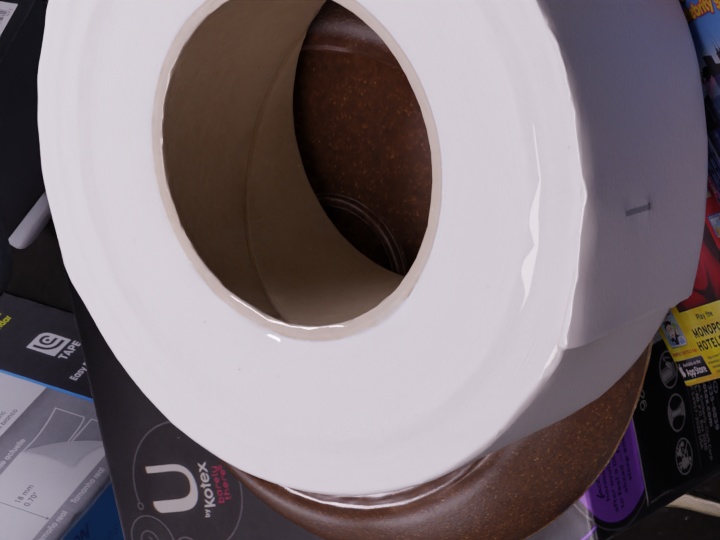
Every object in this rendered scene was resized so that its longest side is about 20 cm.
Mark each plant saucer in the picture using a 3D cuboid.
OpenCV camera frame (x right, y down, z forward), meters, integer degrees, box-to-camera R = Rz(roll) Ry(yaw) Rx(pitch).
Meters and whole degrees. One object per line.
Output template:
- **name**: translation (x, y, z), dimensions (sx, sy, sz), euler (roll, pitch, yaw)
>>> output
- **plant saucer**: translation (0.000, 0.000, 0.916), dimensions (0.199, 0.034, 0.202), euler (8, 104, 32)

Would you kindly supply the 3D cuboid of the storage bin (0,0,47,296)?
- **storage bin**: translation (-0.184, -0.076, 1.012), dimensions (0.200, 0.134, 0.145), euler (45, 133, -6)

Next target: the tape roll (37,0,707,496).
- **tape roll**: translation (0.001, -0.038, 0.837), dimensions (0.201, 0.071, 0.204), euler (10, 107, 35)

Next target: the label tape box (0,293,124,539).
- **label tape box**: translation (-0.175, 0.070, 1.131), dimensions (0.199, 0.144, 0.064), euler (16, 128, 21)

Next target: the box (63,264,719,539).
- **box**: translation (0.013, 0.033, 0.999), dimensions (0.199, 0.106, 0.123), euler (-7, 98, 34)

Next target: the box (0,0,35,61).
- **box**: translation (-0.123, -0.185, 0.900), dimensions (0.046, 0.201, 0.159), euler (7, 140, -28)

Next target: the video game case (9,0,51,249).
- **video game case**: translation (-0.167, -0.126, 1.072), dimensions (0.200, 0.022, 0.183), euler (39, 133, 1)

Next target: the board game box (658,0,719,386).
- **board game box**: translation (0.113, -0.077, 0.837), dimensions (0.201, 0.061, 0.200), euler (63, 160, -1)

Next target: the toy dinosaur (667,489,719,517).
- **toy dinosaur**: translation (0.053, 0.106, 1.053), dimensions (0.200, 0.088, 0.048), euler (-30, 65, 52)
